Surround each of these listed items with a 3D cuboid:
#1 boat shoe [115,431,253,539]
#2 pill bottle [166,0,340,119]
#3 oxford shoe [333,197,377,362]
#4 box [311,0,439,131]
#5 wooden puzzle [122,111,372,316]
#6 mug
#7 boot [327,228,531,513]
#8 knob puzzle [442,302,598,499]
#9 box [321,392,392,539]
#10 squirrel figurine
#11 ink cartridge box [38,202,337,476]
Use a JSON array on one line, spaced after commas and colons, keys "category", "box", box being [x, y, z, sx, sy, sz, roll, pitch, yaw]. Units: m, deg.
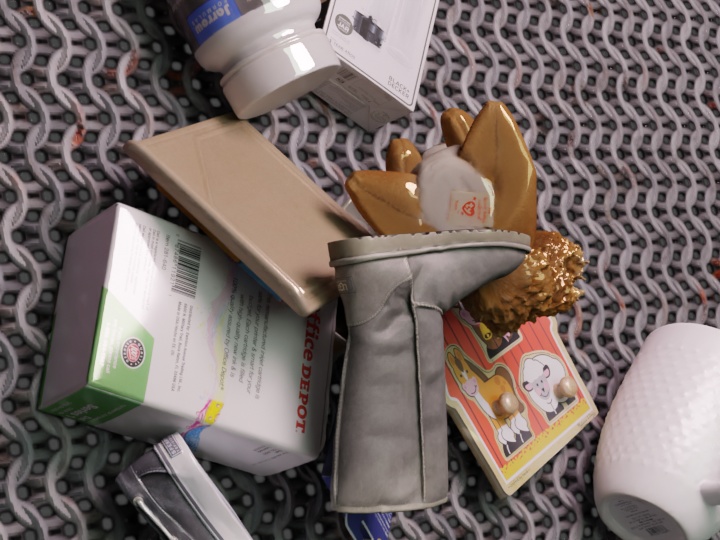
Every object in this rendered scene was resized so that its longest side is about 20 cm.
[{"category": "boat shoe", "box": [-0.109, 0.214, 1.195, 0.068, 0.072, 0.200, -34, 114, -7]}, {"category": "pill bottle", "box": [-0.101, -0.232, 1.323, 0.114, 0.114, 0.200, -24, 85, -41]}, {"category": "oxford shoe", "box": [0.000, 0.000, 1.364, 0.075, 0.058, 0.200, 41, 51, -16]}, {"category": "box", "box": [0.007, -0.240, 1.449, 0.117, 0.060, 0.201, 31, 57, -32]}, {"category": "wooden puzzle", "box": [-0.076, -0.044, 1.258, 0.185, 0.037, 0.200, 43, 22, 9]}, {"category": "mug", "box": [0.304, 0.157, 1.455, 0.148, 0.200, 0.176, 47, 57, -21]}, {"category": "boot", "box": [0.053, 0.072, 1.209, 0.181, 0.073, 0.201, -6, 87, -23]}, {"category": "knob puzzle", "box": [0.127, 0.073, 1.438, 0.219, 0.030, 0.220, 23, 54, -36]}, {"category": "box", "box": [0.010, 0.129, 1.297, 0.121, 0.032, 0.201, 67, 30, -55]}, {"category": "squirrel figurine", "box": [0.094, -0.033, 1.357, 0.141, 0.187, 0.200, -35, 89, 1]}, {"category": "ink cartridge box", "box": [-0.125, 0.057, 1.224, 0.200, 0.084, 0.145, 22, 60, -31]}]
